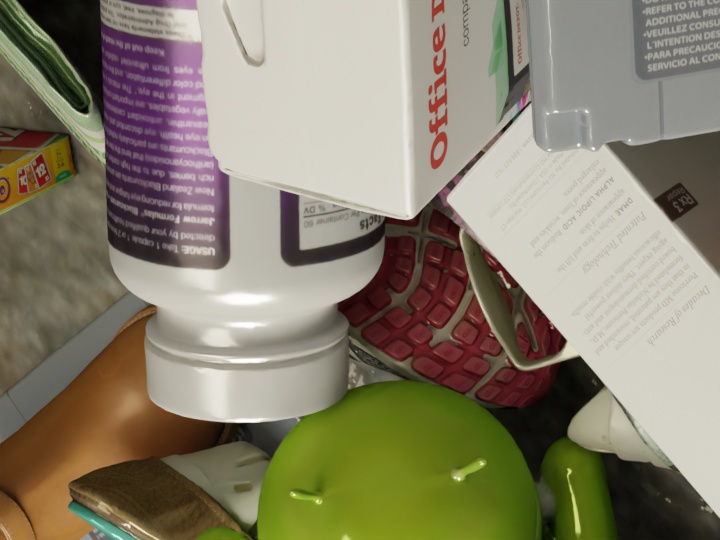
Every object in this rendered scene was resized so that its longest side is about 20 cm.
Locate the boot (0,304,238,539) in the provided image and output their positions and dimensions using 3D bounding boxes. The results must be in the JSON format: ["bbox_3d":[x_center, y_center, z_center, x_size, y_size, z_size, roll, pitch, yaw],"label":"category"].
[{"bbox_3d":[-0.149,0.096,1.303,0.200,0.155,0.077,-34,89,42],"label":"boot"}]

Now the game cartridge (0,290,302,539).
[{"bbox_3d":[-0.093,0.081,1.380,0.133,0.042,0.200,53,133,-1],"label":"game cartridge"}]

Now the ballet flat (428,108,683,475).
[{"bbox_3d":[0.097,0.026,1.178,0.071,0.069,0.200,-42,79,21],"label":"ballet flat"}]

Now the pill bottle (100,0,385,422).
[{"bbox_3d":[-0.046,-0.047,1.144,0.111,0.111,0.201,11,109,34],"label":"pill bottle"}]

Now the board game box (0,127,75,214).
[{"bbox_3d":[-0.243,-0.048,1.391,0.200,0.095,0.030,5,113,36],"label":"board game box"}]

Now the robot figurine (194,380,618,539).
[{"bbox_3d":[0.019,0.116,1.212,0.200,0.175,0.116,77,180,-67],"label":"robot figurine"}]

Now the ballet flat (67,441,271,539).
[{"bbox_3d":[-0.050,0.121,1.296,0.200,0.072,0.068,42,172,-39],"label":"ballet flat"}]

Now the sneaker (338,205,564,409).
[{"bbox_3d":[0.000,0.000,1.250,0.200,0.081,0.075,30,158,19],"label":"sneaker"}]

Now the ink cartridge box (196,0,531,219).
[{"bbox_3d":[0.029,-0.132,1.032,0.084,0.200,0.145,16,129,26],"label":"ink cartridge box"}]

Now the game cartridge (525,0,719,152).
[{"bbox_3d":[0.151,-0.120,1.005,0.040,0.199,0.134,-123,27,-60],"label":"game cartridge"}]

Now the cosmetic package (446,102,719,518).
[{"bbox_3d":[0.143,0.007,1.110,0.200,0.113,0.081,47,132,7],"label":"cosmetic package"}]

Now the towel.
[{"bbox_3d":[-0.149,-0.105,1.254,0.153,0.023,0.200,49,176,8],"label":"towel"}]
